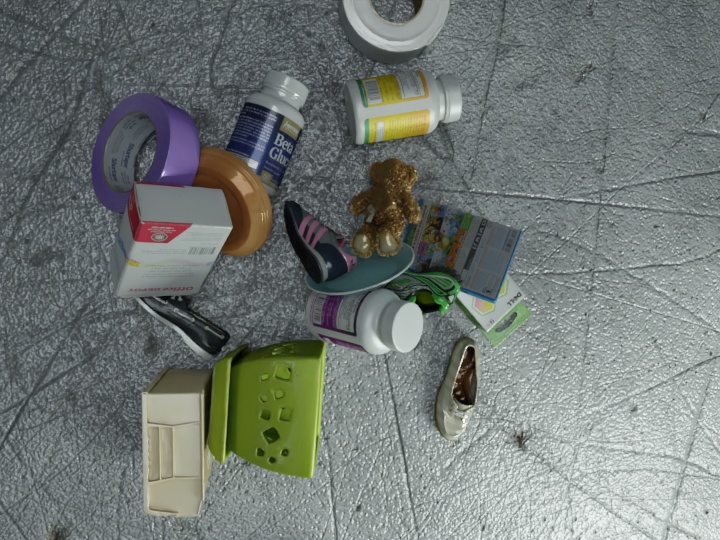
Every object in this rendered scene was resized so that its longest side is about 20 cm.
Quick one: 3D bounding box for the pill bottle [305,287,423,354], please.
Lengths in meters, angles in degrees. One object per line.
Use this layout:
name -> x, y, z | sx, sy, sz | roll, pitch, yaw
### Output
pill bottle -> 0.007, 0.083, 1.032 | 0.112, 0.199, 0.114 | -9, 103, -46

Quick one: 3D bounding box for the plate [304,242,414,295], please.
plate -> 0.000, 0.000, 1.045 | 0.198, 0.200, 0.026 | -18, 113, -6

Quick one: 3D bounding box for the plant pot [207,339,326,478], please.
plant pot -> -0.157, 0.224, 1.031 | 0.179, 0.200, 0.202 | 3, 91, 0

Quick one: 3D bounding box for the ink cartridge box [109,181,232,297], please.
ink cartridge box -> -0.314, -0.045, 0.972 | 0.146, 0.200, 0.086 | 0, 57, -36

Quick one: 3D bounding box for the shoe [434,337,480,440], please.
shoe -> 0.189, 0.229, 1.141 | 0.069, 0.053, 0.202 | 10, 91, -7

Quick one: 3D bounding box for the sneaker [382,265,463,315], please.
sneaker -> 0.080, 0.040, 1.068 | 0.085, 0.198, 0.079 | -54, 126, -43

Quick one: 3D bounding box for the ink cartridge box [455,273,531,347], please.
ink cartridge box -> 0.241, 0.046, 1.139 | 0.104, 0.059, 0.200 | -41, 96, -4

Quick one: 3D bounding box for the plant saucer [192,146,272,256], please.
plant saucer -> -0.244, -0.110, 1.021 | 0.198, 0.037, 0.202 | 14, 125, 21

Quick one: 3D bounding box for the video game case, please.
video game case -> 0.178, -0.039, 1.096 | 0.198, 0.018, 0.144 | 21, 77, 17

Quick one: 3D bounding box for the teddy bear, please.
teddy bear -> 0.046, -0.107, 1.082 | 0.144, 0.067, 0.202 | -21, 51, 24

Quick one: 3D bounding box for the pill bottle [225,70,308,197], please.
pill bottle -> -0.166, -0.241, 1.052 | 0.110, 0.111, 0.202 | 22, 89, -7

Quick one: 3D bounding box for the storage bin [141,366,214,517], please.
storage bin -> -0.302, 0.280, 1.008 | 0.093, 0.200, 0.201 | 0, 92, -9

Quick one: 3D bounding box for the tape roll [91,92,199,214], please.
tape roll -> -0.362, -0.189, 0.996 | 0.198, 0.065, 0.203 | -6, 79, 32

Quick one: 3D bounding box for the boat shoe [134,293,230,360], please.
boat shoe -> -0.323, 0.076, 1.065 | 0.200, 0.076, 0.060 | 43, 87, -18

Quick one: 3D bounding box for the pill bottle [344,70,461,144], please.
pill bottle -> 0.077, -0.300, 1.080 | 0.198, 0.113, 0.114 | -11, 93, -6

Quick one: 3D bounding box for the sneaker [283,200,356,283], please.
sneaker -> -0.075, -0.057, 1.057 | 0.081, 0.071, 0.201 | -15, 50, -21

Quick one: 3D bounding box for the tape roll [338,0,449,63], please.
tape roll -> 0.061, -0.491, 1.094 | 0.200, 0.071, 0.205 | 0, 91, -8
